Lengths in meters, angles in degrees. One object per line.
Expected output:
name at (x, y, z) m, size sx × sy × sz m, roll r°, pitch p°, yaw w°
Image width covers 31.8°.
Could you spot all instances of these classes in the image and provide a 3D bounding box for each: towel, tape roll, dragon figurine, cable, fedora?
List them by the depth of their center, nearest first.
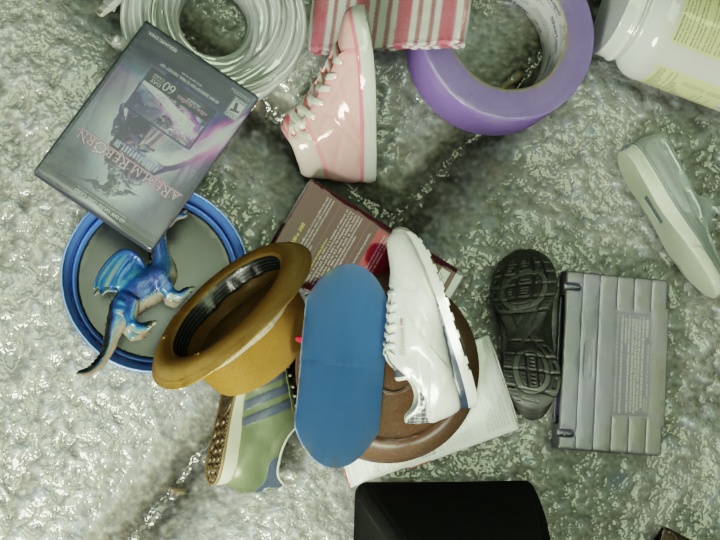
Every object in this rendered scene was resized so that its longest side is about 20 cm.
fedora at (-0.113, 0.060, 1.259) m, size 0.201 × 0.200 × 0.082 m, roll -44°, pitch 116°, yaw -11°
dragon figurine at (-0.239, 0.016, 1.294) m, size 0.099 × 0.059 × 0.200 m, roll 46°, pitch 74°, yaw -1°
cable at (-0.161, -0.269, 1.377) m, size 0.200 × 0.069 × 0.200 m, roll 41°, pitch 78°, yaw -5°
towel at (0.036, -0.308, 1.380) m, size 0.199 × 0.030 × 0.148 m, roll 3°, pitch 81°, yaw 29°
tape roll at (0.155, -0.258, 1.424) m, size 0.198 × 0.085 × 0.202 m, roll 1°, pitch 83°, yaw -9°

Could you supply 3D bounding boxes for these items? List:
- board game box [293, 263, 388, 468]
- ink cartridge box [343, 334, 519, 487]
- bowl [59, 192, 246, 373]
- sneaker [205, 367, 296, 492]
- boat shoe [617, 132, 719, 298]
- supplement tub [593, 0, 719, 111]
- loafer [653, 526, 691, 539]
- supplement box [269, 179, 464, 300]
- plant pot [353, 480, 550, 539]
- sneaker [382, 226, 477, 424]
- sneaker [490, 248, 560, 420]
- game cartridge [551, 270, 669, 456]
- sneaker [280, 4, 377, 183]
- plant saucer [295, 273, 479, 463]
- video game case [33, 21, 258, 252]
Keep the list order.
board game box at (-0.031, 0.093, 1.255) m, size 0.039 × 0.158 × 0.202 m, roll 2°, pitch 86°, yaw 31°
ink cartridge box at (0.062, 0.153, 1.380) m, size 0.199 × 0.050 × 0.110 m, roll -18°, pitch 88°, yaw -10°
bowl at (-0.218, 0.009, 1.350) m, size 0.199 × 0.039 × 0.202 m, roll 1°, pitch 83°, yaw -10°
sneaker at (-0.099, 0.140, 1.350) m, size 0.089 × 0.067 × 0.202 m, roll 19°, pitch 76°, yaw -23°
boat shoe at (0.374, -0.068, 1.449) m, size 0.071 × 0.070 × 0.202 m, roll -30°, pitch 87°, yaw -9°
supplement tub at (0.378, -0.270, 1.434) m, size 0.199 × 0.145 × 0.146 m, roll 19°, pitch 81°, yaw -7°
loafer at (0.296, 0.362, 1.395) m, size 0.071 × 0.073 × 0.200 m, roll 45°, pitch 73°, yaw 8°
supplement box at (0.000, 0.000, 1.378) m, size 0.199 × 0.061 × 0.109 m, roll 32°, pitch 82°, yaw -6°
plant pot at (0.101, 0.337, 1.281) m, size 0.198 × 0.177 × 0.202 m, roll 1°, pitch 98°, yaw -10°
sneaker at (0.055, 0.056, 1.286) m, size 0.080 × 0.076 × 0.201 m, roll -18°, pitch 89°, yaw 1°
sneaker at (0.181, 0.072, 1.400) m, size 0.075 × 0.091 × 0.201 m, roll 1°, pitch 62°, yaw 6°
game cartridge at (0.285, 0.106, 1.434) m, size 0.129 × 0.038 × 0.202 m, roll 6°, pitch 83°, yaw -13°
sneaker at (-0.035, -0.184, 1.353) m, size 0.104 × 0.076 × 0.201 m, roll -1°, pitch 122°, yaw -2°
plant saucer at (0.032, 0.104, 1.331) m, size 0.199 × 0.034 × 0.202 m, roll 0°, pitch 89°, yaw -8°
video game case at (-0.217, -0.138, 1.293) m, size 0.142 × 0.019 × 0.201 m, roll 34°, pitch 72°, yaw -3°
